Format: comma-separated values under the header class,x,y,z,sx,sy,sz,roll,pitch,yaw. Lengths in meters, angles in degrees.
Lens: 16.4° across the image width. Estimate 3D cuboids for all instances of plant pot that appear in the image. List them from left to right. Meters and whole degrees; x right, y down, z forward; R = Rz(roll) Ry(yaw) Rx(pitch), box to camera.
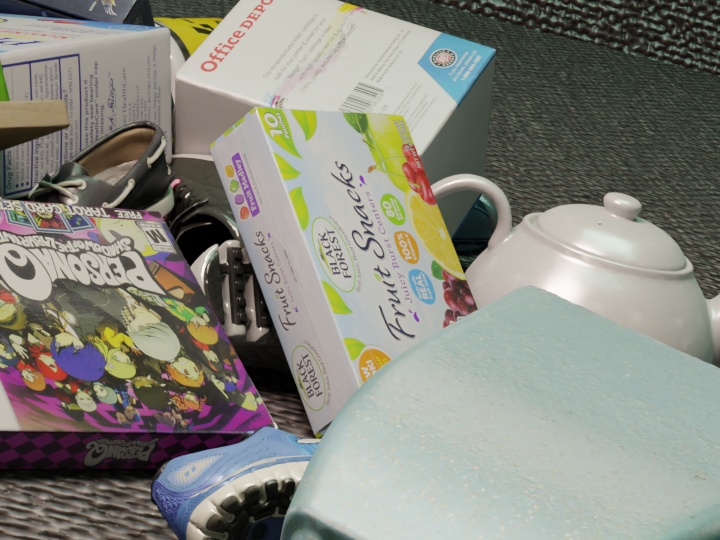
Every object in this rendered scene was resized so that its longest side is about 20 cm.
class,x,y,z,sx,sy,sz,roll,pitch,yaw
plant pot,0.064,0.143,1.024,0.195,0.198,0.199,25,25,35

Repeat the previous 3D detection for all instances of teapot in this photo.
class,x,y,z,sx,sy,sz,roll,pitch,yaw
teapot,0.153,0.018,1.694,0.197,0.147,0.199,26,18,40

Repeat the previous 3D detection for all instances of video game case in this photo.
class,x,y,z,sx,sy,sz,roll,pitch,yaw
video game case,-0.164,0.033,1.379,0.199,0.036,0.182,4,42,-39

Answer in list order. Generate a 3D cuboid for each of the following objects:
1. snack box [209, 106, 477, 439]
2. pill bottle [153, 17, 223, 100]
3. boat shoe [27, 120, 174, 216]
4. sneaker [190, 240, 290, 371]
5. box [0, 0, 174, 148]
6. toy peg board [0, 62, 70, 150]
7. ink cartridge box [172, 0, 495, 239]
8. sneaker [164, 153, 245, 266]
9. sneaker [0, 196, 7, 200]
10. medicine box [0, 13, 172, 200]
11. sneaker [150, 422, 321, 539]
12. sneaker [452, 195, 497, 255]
class,x,y,z,sx,sy,sz,roll,pitch,yaw
snack box,0.000,0.000,1.545,0.142,0.053,0.201,-2,64,-48
pill bottle,-0.147,-0.160,2.147,0.114,0.115,0.200,22,15,25
boat shoe,-0.188,-0.044,1.670,0.074,0.061,0.200,13,27,28
sneaker,-0.047,0.032,1.586,0.199,0.076,0.081,18,-29,-40
box,-0.229,-0.163,1.952,0.157,0.051,0.200,19,-29,17
toy peg board,-0.327,-0.109,1.583,0.198,0.098,0.200,-16,-4,31
ink cartridge box,-0.021,-0.100,1.872,0.199,0.147,0.147,19,45,17
sneaker,-0.115,-0.036,1.774,0.200,0.071,0.099,28,17,38
sneaker,-0.222,-0.003,1.540,0.199,0.081,0.075,28,1,22
medicine box,-0.262,-0.120,1.779,0.181,0.104,0.200,8,13,32
sneaker,-0.021,0.109,1.284,0.199,0.079,0.089,3,21,-42
sneaker,0.017,-0.042,1.982,0.199,0.080,0.096,13,30,9
